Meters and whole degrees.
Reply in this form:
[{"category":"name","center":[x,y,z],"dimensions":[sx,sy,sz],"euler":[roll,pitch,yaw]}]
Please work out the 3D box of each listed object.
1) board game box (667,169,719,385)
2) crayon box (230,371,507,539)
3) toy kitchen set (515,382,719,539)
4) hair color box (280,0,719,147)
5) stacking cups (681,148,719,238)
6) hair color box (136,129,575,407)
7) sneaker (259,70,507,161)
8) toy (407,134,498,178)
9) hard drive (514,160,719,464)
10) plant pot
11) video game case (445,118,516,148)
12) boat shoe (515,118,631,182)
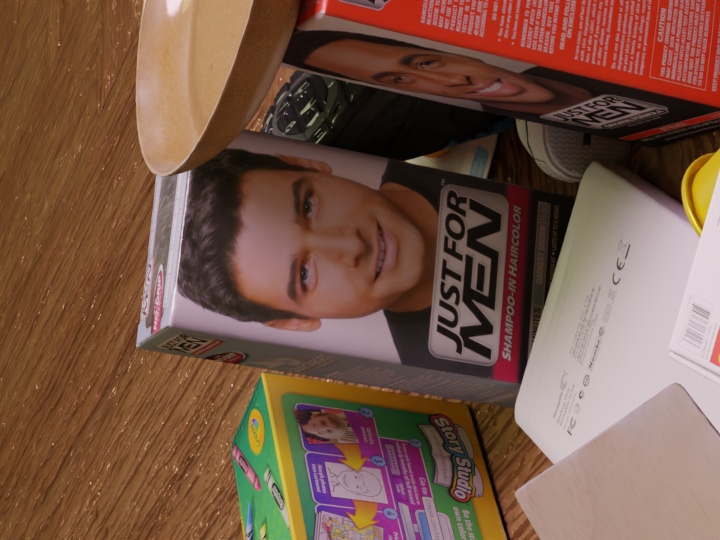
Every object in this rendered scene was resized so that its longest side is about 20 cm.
[{"category":"board game box","center":[0.155,-0.050,0.512],"dimensions":[0.126,0.035,0.201],"euler":[32,111,55]},{"category":"crayon box","center":[0.010,0.143,0.969],"dimensions":[0.200,0.118,0.058],"euler":[-104,31,-49]},{"category":"toy kitchen set","center":[0.140,0.161,0.675],"dimensions":[0.200,0.181,0.163],"euler":[-35,33,3]},{"category":"hair color box","center":[0.063,-0.104,0.822],"dimensions":[0.101,0.199,0.061],"euler":[168,112,-69]},{"category":"stacking cups","center":[0.192,-0.074,0.684],"dimensions":[0.200,0.060,0.061],"euler":[-51,35,45]},{"category":"hair color box","center":[0.000,0.000,0.944],"dimensions":[0.061,0.199,0.099],"euler":[153,125,-66]},{"category":"sneaker","center":[0.024,-0.086,0.994],"dimensions":[0.200,0.091,0.076],"euler":[-43,34,26]},{"category":"toy","center":[0.031,-0.118,1.144],"dimensions":[0.200,0.047,0.116],"euler":[-133,55,-67]},{"category":"hard drive","center":[0.126,0.043,0.835],"dimensions":[0.200,0.027,0.132],"euler":[-131,54,-66]},{"category":"plant pot","center":[-0.053,-0.135,0.823],"dimensions":[0.200,0.027,0.201],"euler":[-169,90,-71]},{"category":"video game case","center":[0.033,-0.156,1.098],"dimensions":[0.143,0.018,0.201],"euler":[-14,61,41]},{"category":"boat shoe","center":[0.101,-0.144,0.922],"dimensions":[0.067,0.073,0.201],"euler":[-148,69,-66]}]
